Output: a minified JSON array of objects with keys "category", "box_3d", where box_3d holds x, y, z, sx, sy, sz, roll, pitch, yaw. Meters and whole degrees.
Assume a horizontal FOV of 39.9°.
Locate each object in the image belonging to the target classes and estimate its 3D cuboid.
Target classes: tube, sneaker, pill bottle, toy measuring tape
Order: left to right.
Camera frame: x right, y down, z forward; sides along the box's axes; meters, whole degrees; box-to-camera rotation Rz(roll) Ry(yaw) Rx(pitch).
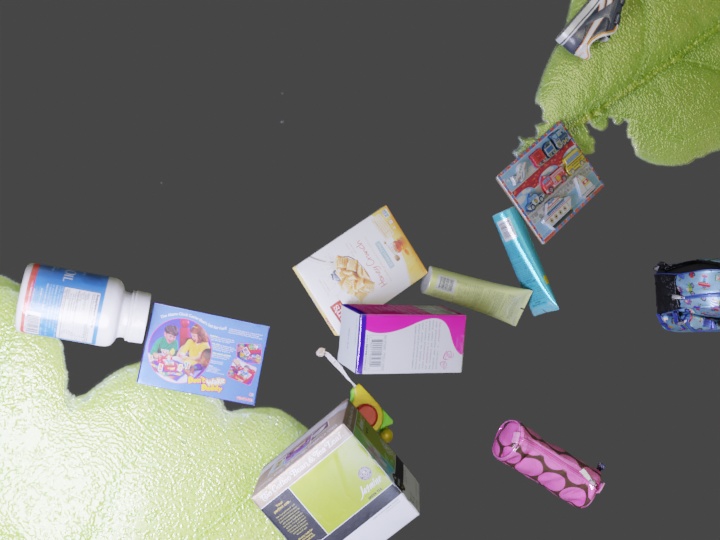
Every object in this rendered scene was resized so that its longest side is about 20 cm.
[{"category":"pill bottle","box_3d":[-0.440,0.059,1.586,0.197,0.112,0.114,11,83,-14]},{"category":"toy measuring tape","box_3d":[-0.022,0.226,1.706,0.074,0.074,0.200,-43,87,-13]},{"category":"tube","box_3d":[0.207,0.043,1.784,0.198,0.058,0.053,16,66,-13]},{"category":"tube","box_3d":[0.300,-0.016,1.802,0.050,0.077,0.202,-20,88,-22]},{"category":"sneaker","box_3d":[0.458,-0.486,1.871,0.079,0.078,0.201,40,89,-3]}]

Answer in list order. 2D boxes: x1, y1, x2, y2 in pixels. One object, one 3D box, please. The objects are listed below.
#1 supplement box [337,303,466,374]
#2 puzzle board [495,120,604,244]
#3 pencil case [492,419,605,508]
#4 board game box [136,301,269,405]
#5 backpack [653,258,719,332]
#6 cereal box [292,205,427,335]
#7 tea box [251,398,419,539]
[{"category":"supplement box","box_3d":[0.071,0.116,1.695,0.197,0.103,0.103,2,97,-21]},{"category":"puzzle board","box_3d":[0.354,-0.165,1.827,0.200,0.017,0.151,-40,96,-28]},{"category":"pencil case","box_3d":[0.336,0.343,1.771,0.198,0.094,0.092,29,80,-10]},{"category":"board game box","box_3d":[-0.262,0.140,1.659,0.197,0.045,0.136,13,83,-13]},{"category":"backpack","box_3d":[0.658,0.045,1.820,0.180,0.200,0.137,1,86,-15]},{"category":"cereal box","box_3d":[0.000,0.000,1.738,0.199,0.039,0.145,-35,95,-14]},{"category":"tea box","box_3d":[-0.037,0.359,1.623,0.199,0.134,0.197,-38,97,9]}]
